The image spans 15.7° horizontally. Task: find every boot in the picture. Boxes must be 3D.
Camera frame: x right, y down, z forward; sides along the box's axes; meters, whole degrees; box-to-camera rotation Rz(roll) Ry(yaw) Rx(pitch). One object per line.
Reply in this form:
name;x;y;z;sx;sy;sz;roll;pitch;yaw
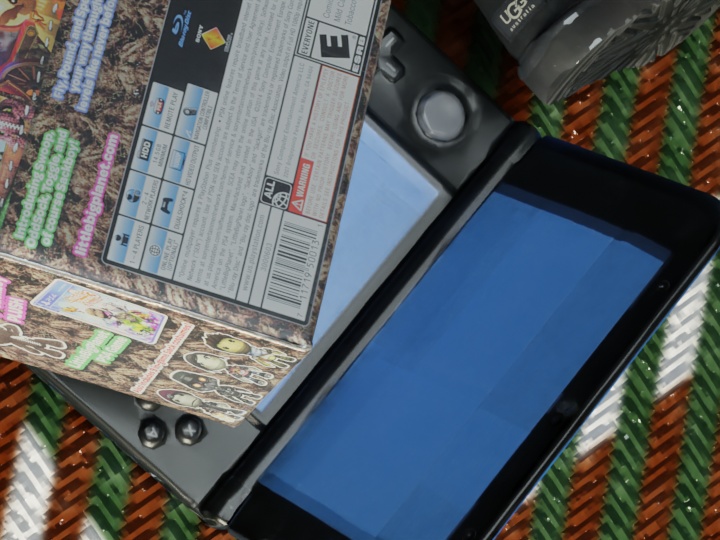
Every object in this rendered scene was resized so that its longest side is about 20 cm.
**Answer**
boot;0.055;-0.169;1.008;0.200;0.066;0.165;50;32;10

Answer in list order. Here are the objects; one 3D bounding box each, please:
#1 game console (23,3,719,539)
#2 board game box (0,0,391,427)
game console;0.000;0.000;0.951;0.171;0.118;0.200;43;74;-11
board game box;-0.106;-0.058;0.885;0.200;0.097;0.160;18;66;-12
